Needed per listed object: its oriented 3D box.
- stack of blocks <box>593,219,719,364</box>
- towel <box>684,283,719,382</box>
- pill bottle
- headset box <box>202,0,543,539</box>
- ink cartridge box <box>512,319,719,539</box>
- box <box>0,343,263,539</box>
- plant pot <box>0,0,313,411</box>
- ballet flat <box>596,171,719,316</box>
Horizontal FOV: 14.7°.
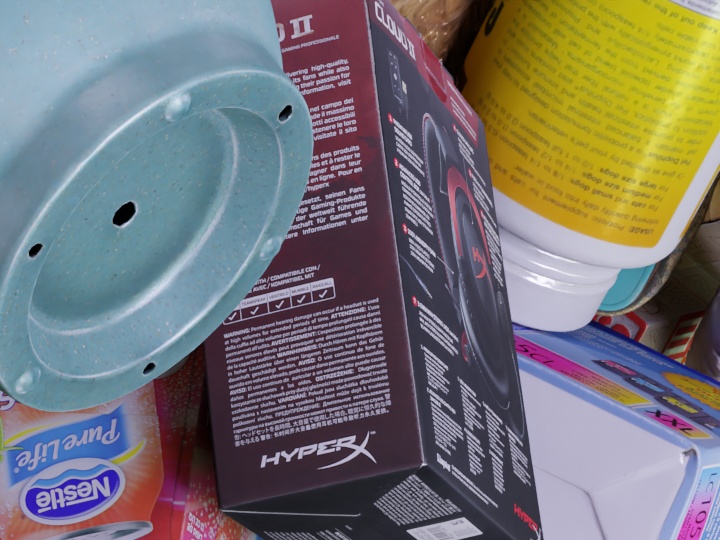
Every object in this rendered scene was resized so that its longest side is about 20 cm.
[{"bbox_3d":[0.148,0.042,1.363,0.200,0.059,0.115,-11,134,-51],"label":"stack of blocks"},{"bbox_3d":[0.189,-0.047,1.203,0.200,0.032,0.191,94,15,-75],"label":"towel"},{"bbox_3d":[0.099,-0.078,1.083,0.109,0.109,0.200,-10,133,-51],"label":"pill bottle"},{"bbox_3d":[0.000,0.000,0.974,0.075,0.200,0.149,-13,158,15],"label":"headset box"},{"bbox_3d":[0.102,0.073,1.126,0.200,0.136,0.076,7,108,-64],"label":"ink cartridge box"},{"bbox_3d":[-0.074,0.092,1.018,0.200,0.099,0.096,56,38,-62],"label":"box"},{"bbox_3d":[-0.099,-0.044,0.806,0.200,0.134,0.200,-35,150,-24],"label":"plant pot"},{"bbox_3d":[0.139,-0.073,1.185,0.071,0.071,0.200,-8,130,-52],"label":"ballet flat"}]
